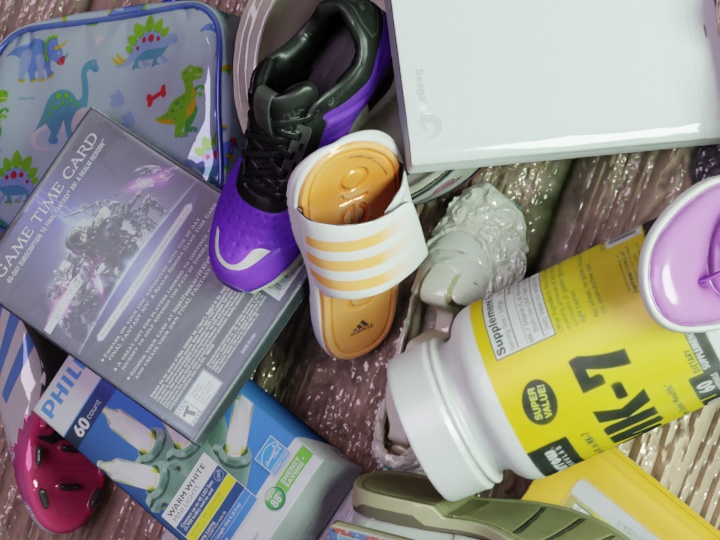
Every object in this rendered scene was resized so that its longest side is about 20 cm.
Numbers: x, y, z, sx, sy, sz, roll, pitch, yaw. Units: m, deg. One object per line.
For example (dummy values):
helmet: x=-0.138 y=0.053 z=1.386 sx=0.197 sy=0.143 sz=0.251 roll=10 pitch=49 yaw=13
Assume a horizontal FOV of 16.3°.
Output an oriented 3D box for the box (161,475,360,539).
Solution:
box: x=-0.037 y=0.195 z=1.632 sx=0.200 sy=0.036 sz=0.145 roll=32 pitch=98 yaw=30

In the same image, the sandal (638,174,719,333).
sandal: x=0.243 y=-0.025 z=1.424 sx=0.050 sy=0.202 sz=0.083 roll=-16 pitch=95 yaw=62

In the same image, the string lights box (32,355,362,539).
string lights box: x=-0.107 y=0.110 z=1.627 sx=0.200 sy=0.059 sz=0.103 roll=37 pitch=97 yaw=28

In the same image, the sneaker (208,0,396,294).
sneaker: x=-0.047 y=-0.084 z=1.545 sx=0.069 sy=0.099 sz=0.200 roll=29 pitch=91 yaw=24

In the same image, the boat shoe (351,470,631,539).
boat shoe: x=0.083 y=0.177 z=1.518 sx=0.200 sy=0.075 sz=0.069 roll=14 pitch=108 yaw=33

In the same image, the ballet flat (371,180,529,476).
ballet flat: x=0.054 y=0.040 z=1.586 sx=0.072 sy=0.072 sz=0.200 roll=16 pitch=90 yaw=30

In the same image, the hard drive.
hard drive: x=0.120 y=-0.134 z=1.534 sx=0.199 sy=0.026 sz=0.132 roll=-6 pitch=78 yaw=-8

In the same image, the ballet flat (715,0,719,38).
ballet flat: x=0.247 y=-0.123 z=1.500 sx=0.068 sy=0.067 sz=0.201 roll=-13 pitch=77 yaw=19

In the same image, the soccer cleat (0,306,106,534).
soccer cleat: x=-0.220 y=0.082 z=1.738 sx=0.086 sy=0.070 sz=0.201 roll=-11 pitch=83 yaw=55

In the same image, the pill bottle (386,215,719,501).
pill bottle: x=0.124 y=0.055 z=1.497 sx=0.200 sy=0.114 sz=0.115 roll=-26 pitch=71 yaw=12

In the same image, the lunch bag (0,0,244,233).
lunch bag: x=-0.157 y=-0.100 z=1.711 sx=0.200 sy=0.082 sz=0.161 roll=-6 pitch=81 yaw=28

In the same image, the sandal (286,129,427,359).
sandal: x=0.007 y=-0.003 z=1.550 sx=0.079 sy=0.207 sz=0.059 roll=-27 pitch=53 yaw=-15

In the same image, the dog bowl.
dog bowl: x=0.019 y=-0.131 z=1.624 sx=0.200 sy=0.074 sz=0.201 roll=-5 pitch=80 yaw=29

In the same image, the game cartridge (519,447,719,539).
game cartridge: x=0.157 y=0.221 z=1.522 sx=0.200 sy=0.032 sz=0.176 roll=39 pitch=102 yaw=29

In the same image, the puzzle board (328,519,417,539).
puzzle board: x=0.072 y=0.236 z=1.495 sx=0.200 sy=0.017 sz=0.151 roll=12 pitch=122 yaw=28

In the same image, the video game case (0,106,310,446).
video game case: x=-0.138 y=0.001 z=1.619 sx=0.200 sy=0.019 sz=0.143 roll=33 pitch=87 yaw=24
